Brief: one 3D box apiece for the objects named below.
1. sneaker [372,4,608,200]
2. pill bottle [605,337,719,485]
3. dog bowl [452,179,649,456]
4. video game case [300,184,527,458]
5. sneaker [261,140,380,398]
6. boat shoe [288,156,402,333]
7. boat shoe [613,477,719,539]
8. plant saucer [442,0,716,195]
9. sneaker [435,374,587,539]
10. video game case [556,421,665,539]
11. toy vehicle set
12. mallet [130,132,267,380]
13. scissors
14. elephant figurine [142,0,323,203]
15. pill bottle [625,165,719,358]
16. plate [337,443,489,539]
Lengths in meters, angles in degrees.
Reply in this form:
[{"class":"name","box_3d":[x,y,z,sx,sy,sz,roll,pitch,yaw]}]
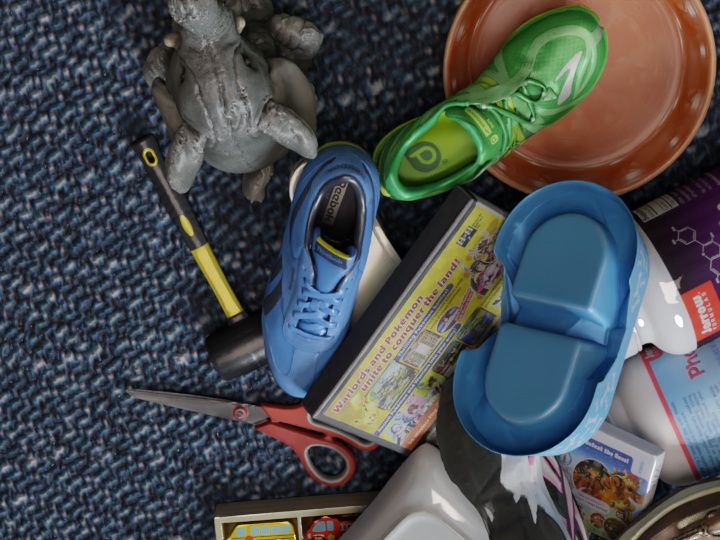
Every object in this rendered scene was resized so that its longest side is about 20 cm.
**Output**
[{"class":"sneaker","box_3d":[0.097,-0.109,1.331,0.200,0.084,0.074,-38,104,11]},{"class":"pill bottle","box_3d":[0.265,0.097,1.418,0.200,0.109,0.109,-24,107,6]},{"class":"dog bowl","box_3d":[0.139,0.038,1.309,0.111,0.050,0.200,12,80,35]},{"class":"video game case","box_3d":[0.077,0.051,1.394,0.181,0.026,0.200,26,105,-42]},{"class":"sneaker","box_3d":[-0.031,0.007,1.338,0.066,0.078,0.200,11,110,-6]},{"class":"boat shoe","box_3d":[0.000,0.000,1.409,0.073,0.062,0.200,-22,106,2]},{"class":"boat shoe","box_3d":[0.269,0.192,1.352,0.202,0.075,0.075,-30,129,-10]},{"class":"plant saucer","box_3d":[0.160,-0.150,1.378,0.200,0.032,0.200,0,108,0]},{"class":"sneaker","box_3d":[0.117,0.159,1.367,0.080,0.086,0.200,-20,70,21]},{"class":"video game case","box_3d":[0.144,0.195,1.417,0.143,0.018,0.200,24,118,28]},{"class":"toy vehicle set","box_3d":[-0.013,0.242,1.505,0.200,0.027,0.124,-5,108,1]},{"class":"mallet","box_3d":[-0.128,-0.007,1.421,0.066,0.041,0.200,-33,101,6]},{"class":"scissors","box_3d":[-0.080,0.108,1.470,0.200,0.014,0.073,25,108,-7]},{"class":"elephant figurine","box_3d":[-0.095,-0.120,1.296,0.155,0.200,0.142,35,104,-11]},{"class":"pill bottle","box_3d":[0.259,-0.012,1.368,0.200,0.112,0.113,-28,106,-1]},{"class":"plate","box_3d":[0.063,0.264,1.432,0.200,0.032,0.200,42,117,4]}]
